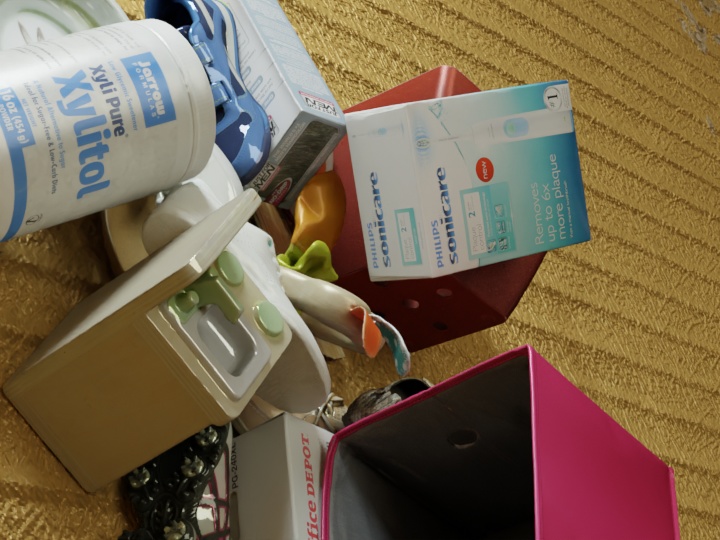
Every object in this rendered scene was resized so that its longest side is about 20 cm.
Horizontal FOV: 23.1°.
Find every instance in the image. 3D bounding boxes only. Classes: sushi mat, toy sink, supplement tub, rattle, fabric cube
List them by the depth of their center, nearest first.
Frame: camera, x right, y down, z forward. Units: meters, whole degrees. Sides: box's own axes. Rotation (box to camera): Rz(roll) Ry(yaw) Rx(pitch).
[{"bbox_3d":[-0.132,0.053,1.264,0.112,0.199,0.130,51,30,-12],"label":"toy sink"},{"bbox_3d":[-0.220,-0.102,1.283,0.199,0.132,0.133,-22,81,-37],"label":"supplement tub"},{"bbox_3d":[0.107,0.213,1.318,0.199,0.199,0.197,39,38,-36],"label":"fabric cube"},{"bbox_3d":[0.000,0.000,1.429,0.130,0.200,0.143,47,73,-15],"label":"rattle"},{"bbox_3d":[-0.066,-0.010,1.577,0.201,0.012,0.096,67,10,12],"label":"sushi mat"}]

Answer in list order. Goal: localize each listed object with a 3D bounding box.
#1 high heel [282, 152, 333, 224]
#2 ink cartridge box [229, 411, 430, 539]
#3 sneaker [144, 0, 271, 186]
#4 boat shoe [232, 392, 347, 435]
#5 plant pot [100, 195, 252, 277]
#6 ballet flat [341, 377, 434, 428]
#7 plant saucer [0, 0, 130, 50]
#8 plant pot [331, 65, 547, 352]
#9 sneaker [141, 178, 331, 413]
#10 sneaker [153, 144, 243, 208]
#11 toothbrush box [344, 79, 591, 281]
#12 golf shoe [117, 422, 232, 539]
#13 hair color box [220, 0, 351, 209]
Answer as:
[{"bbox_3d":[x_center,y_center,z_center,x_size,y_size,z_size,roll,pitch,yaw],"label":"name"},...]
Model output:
[{"bbox_3d":[-0.077,-0.131,1.659,0.067,0.096,0.202,-4,82,-27],"label":"high heel"},{"bbox_3d":[-0.019,0.218,1.400,0.200,0.083,0.146,29,42,-43],"label":"ink cartridge box"},{"bbox_3d":[-0.136,-0.156,1.485,0.082,0.074,0.201,29,34,-54],"label":"sneaker"},{"bbox_3d":[-0.036,0.127,1.475,0.200,0.064,0.072,34,38,-35],"label":"boat shoe"},{"bbox_3d":[-0.146,-0.009,1.471,0.200,0.027,0.201,38,36,-33],"label":"plant pot"},{"bbox_3d":[0.040,0.116,1.500,0.067,0.046,0.200,46,15,15],"label":"ballet flat"},{"bbox_3d":[-0.250,-0.169,1.434,0.200,0.050,0.201,36,38,-34],"label":"plant saucer"},{"bbox_3d":[0.061,-0.040,1.659,0.200,0.199,0.177,35,51,-34],"label":"plant pot"},{"bbox_3d":[-0.080,0.014,1.355,0.200,0.075,0.089,55,32,-14],"label":"sneaker"},{"bbox_3d":[-0.135,-0.030,1.406,0.084,0.073,0.201,8,58,-56],"label":"sneaker"},{"bbox_3d":[0.094,-0.079,1.520,0.199,0.085,0.148,-11,95,-39],"label":"toothbrush box"},{"bbox_3d":[-0.129,0.184,1.299,0.201,0.077,0.088,-79,150,-46],"label":"golf shoe"},{"bbox_3d":[-0.092,-0.160,1.554,0.060,0.099,0.201,16,33,-40],"label":"hair color box"}]
